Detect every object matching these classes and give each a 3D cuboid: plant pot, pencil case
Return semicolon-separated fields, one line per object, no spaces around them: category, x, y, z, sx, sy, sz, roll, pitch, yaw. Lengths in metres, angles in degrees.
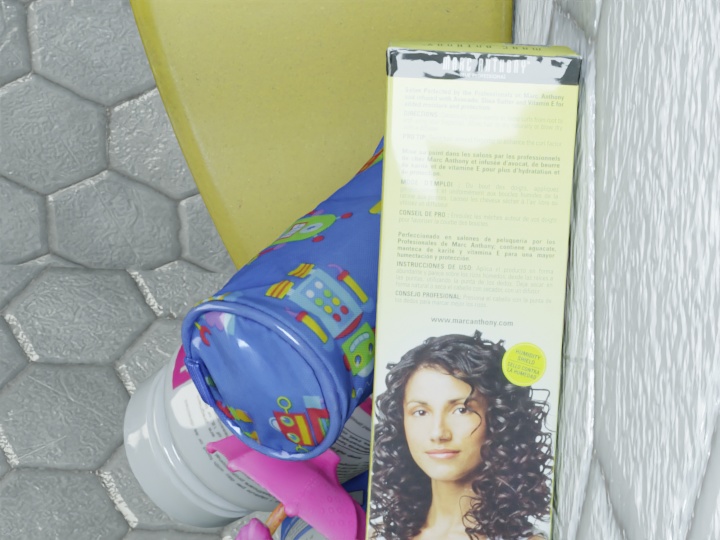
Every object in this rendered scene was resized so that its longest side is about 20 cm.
plant pot;-0.011;-0.099;1.089;0.200;0.200;0.177;-93;-5;-79
pencil case;0.000;0.000;0.848;0.200;0.087;0.078;-46;-59;-47

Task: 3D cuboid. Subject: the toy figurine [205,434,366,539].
toy figurine;-0.070;0.167;0.936;0.200;0.150;0.184;-45;-17;-56

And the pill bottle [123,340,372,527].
pill bottle;-0.032;0.060;1.030;0.200;0.113;0.113;-33;44;41

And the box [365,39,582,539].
box;0.042;0.013;0.750;0.050;0.075;0.200;-80;-9;-81

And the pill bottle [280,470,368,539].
pill bottle;0.011;0.136;1.129;0.200;0.112;0.112;-89;2;-57
